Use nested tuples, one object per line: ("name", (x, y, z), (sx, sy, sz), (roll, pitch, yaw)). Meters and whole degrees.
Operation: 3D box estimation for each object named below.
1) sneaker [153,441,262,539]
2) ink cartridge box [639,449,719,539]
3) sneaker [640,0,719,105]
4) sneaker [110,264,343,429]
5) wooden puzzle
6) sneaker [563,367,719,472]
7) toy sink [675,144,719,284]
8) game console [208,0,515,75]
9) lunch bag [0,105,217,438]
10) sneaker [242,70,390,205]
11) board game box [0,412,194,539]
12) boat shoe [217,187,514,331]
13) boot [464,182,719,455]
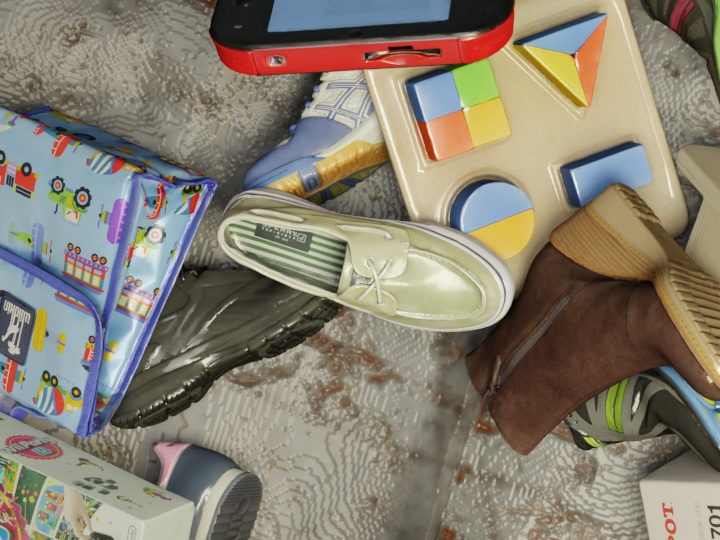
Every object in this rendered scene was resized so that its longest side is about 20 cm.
("sneaker", (-0.141, 0.211, 1.732), (0.082, 0.070, 0.201), (29, 93, 27))
("ink cartridge box", (0.290, 0.192, 1.628), (0.199, 0.086, 0.148), (-2, 104, 41))
("sneaker", (0.235, -0.181, 1.704), (0.076, 0.084, 0.201), (-18, 83, -22))
("sneaker", (-0.095, 0.027, 1.724), (0.199, 0.076, 0.091), (-28, 78, -2))
("wooden puzzle", (0.114, -0.084, 1.685), (0.184, 0.046, 0.201), (-20, 104, -10))
("sneaker", (0.179, 0.088, 1.675), (0.199, 0.071, 0.083), (28, 96, 41))
("toy sink", (0.280, 0.017, 1.654), (0.129, 0.200, 0.113), (5, 118, -24))
("game console", (0.007, -0.193, 1.675), (0.198, 0.178, 0.031), (-2, 133, 10))
("lunch bag", (-0.205, 0.006, 1.708), (0.150, 0.094, 0.201), (23, 101, 28))
("sneaker", (-0.004, -0.115, 1.726), (0.199, 0.075, 0.088), (-33, 80, -7))
("board game box", (-0.216, 0.187, 1.674), (0.199, 0.064, 0.149), (21, 109, 27))
("boat shoe", (0.000, 0.000, 1.652), (0.198, 0.062, 0.073), (14, 110, 8))
("boot", (0.156, 0.059, 1.618), (0.072, 0.200, 0.167), (21, 116, -37))
